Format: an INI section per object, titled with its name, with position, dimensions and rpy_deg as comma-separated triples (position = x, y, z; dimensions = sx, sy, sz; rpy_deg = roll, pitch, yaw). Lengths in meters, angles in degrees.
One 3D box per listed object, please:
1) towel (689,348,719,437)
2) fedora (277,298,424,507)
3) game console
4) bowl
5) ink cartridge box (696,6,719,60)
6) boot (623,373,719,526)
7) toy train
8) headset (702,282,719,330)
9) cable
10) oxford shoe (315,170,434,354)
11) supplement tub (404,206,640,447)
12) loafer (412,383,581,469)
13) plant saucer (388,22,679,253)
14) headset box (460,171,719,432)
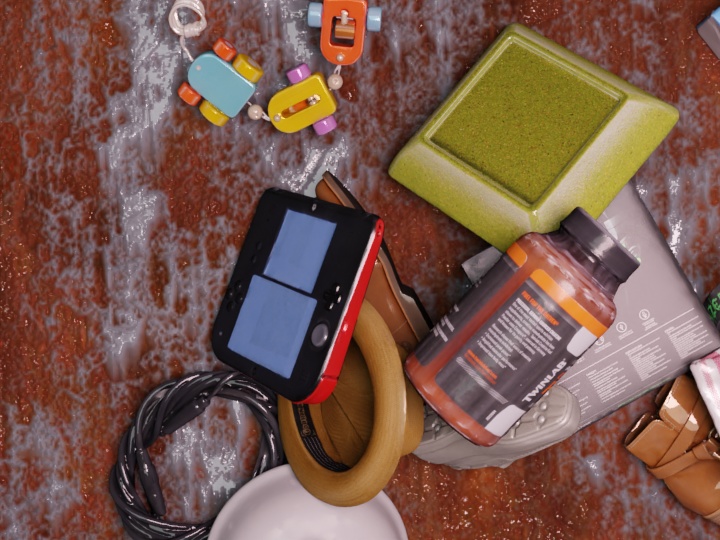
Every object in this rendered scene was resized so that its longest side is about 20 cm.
[towel]
position = 0.399, 0.108, 0.977
dimensions = 0.199, 0.030, 0.147
rpy_deg = -23, 85, -13
[fedora]
position = 0.001, 0.116, 1.020
dimensions = 0.082, 0.200, 0.202
rpy_deg = 6, 90, -37
[game console]
position = -0.064, 0.019, 1.030
dimensions = 0.031, 0.200, 0.178
rpy_deg = 15, 92, -37
[bowl]
position = -0.043, 0.285, 1.038
dimensions = 0.200, 0.090, 0.202
rpy_deg = -1, 96, -10
[ink cartridge box]
position = 0.431, -0.249, 1.037
dimensions = 0.200, 0.067, 0.116
rpy_deg = -38, 86, 4
[boot]
position = 0.356, 0.137, 1.036
dimensions = 0.154, 0.074, 0.200
rpy_deg = 37, 93, 3
[toy train]
position = -0.079, -0.208, 1.073
dimensions = 0.199, 0.056, 0.151
rpy_deg = 1, 110, 3
[headset]
position = 0.395, -0.017, 1.021
dimensions = 0.199, 0.124, 0.094
rpy_deg = -24, 66, -11
[cable]
position = -0.154, 0.183, 1.099
dimensions = 0.163, 0.051, 0.201
rpy_deg = 25, 94, 10
[oxford shoe]
position = 0.000, 0.000, 1.073
dimensions = 0.071, 0.071, 0.201
rpy_deg = -28, 88, 9
[supplement tub]
position = 0.136, 0.043, 0.924
dimensions = 0.107, 0.107, 0.200
rpy_deg = 43, 100, 4
[loafer]
position = 0.126, 0.143, 1.015
dimensions = 0.070, 0.200, 0.070
rpy_deg = 33, 61, -28
[plant saucer]
position = 0.150, -0.126, 1.015
dimensions = 0.200, 0.048, 0.200
rpy_deg = 36, 82, 29
[headset box]
position = 0.207, 0.026, 1.041
dimensions = 0.174, 0.093, 0.201
rpy_deg = -31, 87, 4
